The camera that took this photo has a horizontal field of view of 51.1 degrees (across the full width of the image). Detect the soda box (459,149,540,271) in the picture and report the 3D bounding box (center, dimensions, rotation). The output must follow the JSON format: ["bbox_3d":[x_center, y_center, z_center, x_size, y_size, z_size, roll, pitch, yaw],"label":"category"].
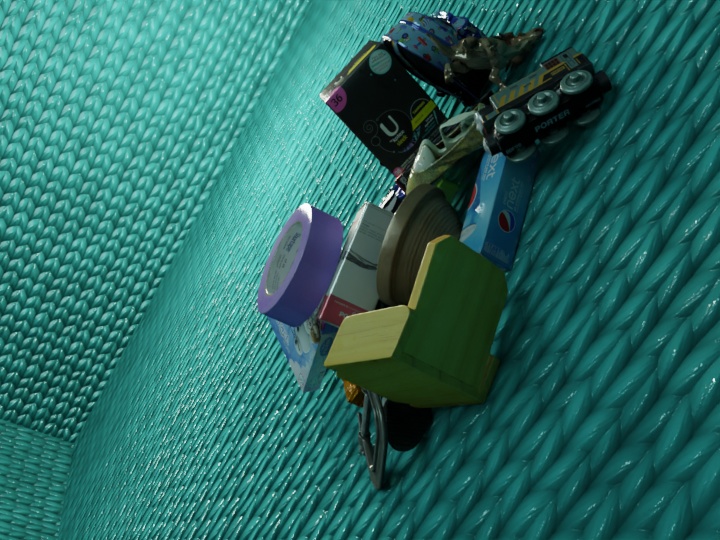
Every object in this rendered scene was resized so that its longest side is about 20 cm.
[{"bbox_3d":[0.209,-0.101,1.146,0.067,0.063,0.204,-13,55,60],"label":"soda box"}]

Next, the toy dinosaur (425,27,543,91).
[{"bbox_3d":[0.211,-0.378,1.307,0.137,0.196,0.087,-69,-13,-51],"label":"toy dinosaur"}]

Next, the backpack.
[{"bbox_3d":[0.145,-0.420,1.421,0.136,0.198,0.183,-59,24,10],"label":"backpack"}]

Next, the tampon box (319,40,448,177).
[{"bbox_3d":[0.044,-0.309,1.432,0.150,0.200,0.126,-45,19,6],"label":"tampon box"}]

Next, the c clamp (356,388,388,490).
[{"bbox_3d":[0.013,0.241,1.166,0.202,0.026,0.173,97,165,-46],"label":"c clamp"}]

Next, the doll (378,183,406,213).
[{"bbox_3d":[0.063,-0.134,1.497,0.202,0.048,0.137,-59,18,6],"label":"doll"}]

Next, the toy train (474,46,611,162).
[{"bbox_3d":[0.260,-0.240,1.094,0.198,0.086,0.115,-29,42,10],"label":"toy train"}]

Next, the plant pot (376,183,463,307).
[{"bbox_3d":[0.111,-0.026,1.192,0.091,0.201,0.204,22,85,22],"label":"plant pot"}]

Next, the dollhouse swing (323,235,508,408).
[{"bbox_3d":[0.083,0.072,1.034,0.180,0.198,0.179,-14,59,43],"label":"dollhouse swing"}]

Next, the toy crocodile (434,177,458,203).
[{"bbox_3d":[0.108,-0.070,1.320,0.202,0.067,0.062,-57,25,21],"label":"toy crocodile"}]

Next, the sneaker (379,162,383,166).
[{"bbox_3d":[0.045,-0.284,1.647,0.199,0.075,0.117,2,66,62],"label":"sneaker"}]

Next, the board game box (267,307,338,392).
[{"bbox_3d":[-0.111,0.091,1.446,0.201,0.043,0.201,58,143,37],"label":"board game box"}]

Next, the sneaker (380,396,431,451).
[{"bbox_3d":[0.064,0.193,1.170,0.089,0.073,0.203,118,162,-52],"label":"sneaker"}]

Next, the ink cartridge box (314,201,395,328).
[{"bbox_3d":[0.000,0.000,1.253,0.146,0.083,0.204,170,122,-84],"label":"ink cartridge box"}]

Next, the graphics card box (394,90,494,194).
[{"bbox_3d":[0.156,-0.217,1.306,0.199,0.051,0.126,-40,6,33],"label":"graphics card box"}]

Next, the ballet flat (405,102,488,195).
[{"bbox_3d":[0.135,-0.197,1.207,0.199,0.070,0.072,-35,36,28],"label":"ballet flat"}]

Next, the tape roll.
[{"bbox_3d":[-0.105,-0.009,1.289,0.201,0.065,0.202,-50,26,36],"label":"tape roll"}]

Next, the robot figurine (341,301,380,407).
[{"bbox_3d":[0.006,0.138,1.333,0.146,0.057,0.201,-54,24,26],"label":"robot figurine"}]
